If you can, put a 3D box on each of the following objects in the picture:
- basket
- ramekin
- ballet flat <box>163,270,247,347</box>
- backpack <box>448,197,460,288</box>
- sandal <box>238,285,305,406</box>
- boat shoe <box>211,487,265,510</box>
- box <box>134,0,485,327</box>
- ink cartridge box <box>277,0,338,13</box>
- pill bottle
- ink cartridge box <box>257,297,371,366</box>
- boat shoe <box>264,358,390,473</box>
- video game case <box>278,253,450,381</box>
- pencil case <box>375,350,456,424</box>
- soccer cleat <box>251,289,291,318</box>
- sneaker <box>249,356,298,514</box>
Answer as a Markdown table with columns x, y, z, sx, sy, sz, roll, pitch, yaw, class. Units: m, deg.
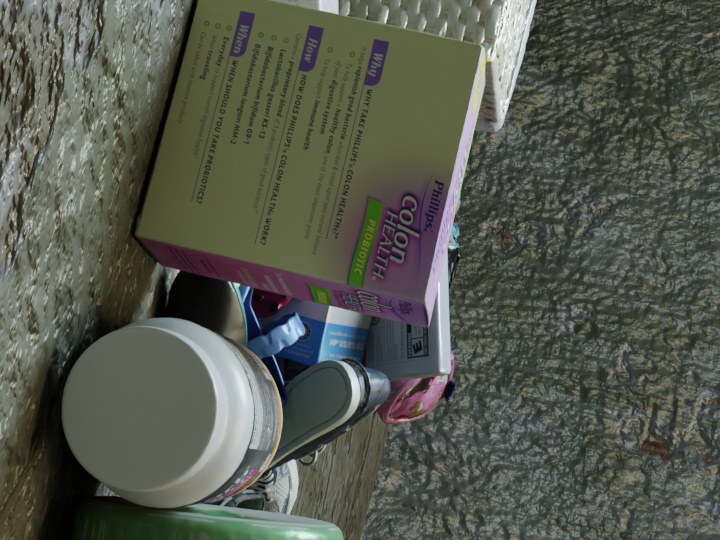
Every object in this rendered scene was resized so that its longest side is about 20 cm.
| x | y | z | sx | sy | sz | roll | pitch | yaw | class |
| --- | --- | --- | --- | --- | --- | --- | --- | --- | --- |
| 0.060 | -0.261 | 1.537 | 0.161 | 0.196 | 0.203 | 64 | 40 | -73 | basket |
| -0.102 | 0.205 | 1.057 | 0.200 | 0.197 | 0.099 | 50 | 46 | -81 | ramekin |
| -0.122 | 0.085 | 1.201 | 0.069 | 0.067 | 0.202 | -58 | 161 | -45 | ballet flat |
| 0.023 | -0.040 | 1.712 | 0.200 | 0.174 | 0.155 | -22 | 128 | -87 | backpack |
| -0.099 | 0.099 | 1.323 | 0.080 | 0.086 | 0.203 | -63 | 166 | -71 | sandal |
| -0.125 | 0.220 | 1.388 | 0.200 | 0.070 | 0.073 | -58 | 159 | -71 | boat shoe |
| -0.030 | -0.075 | 1.097 | 0.097 | 0.197 | 0.178 | 69 | 34 | -77 | box |
| -0.043 | -0.156 | 1.290 | 0.161 | 0.049 | 0.203 | 65 | 25 | -80 | ink cartridge box |
| -0.117 | 0.091 | 1.025 | 0.200 | 0.115 | 0.118 | 47 | 56 | -81 | pill bottle |
| -0.039 | -0.024 | 1.409 | 0.067 | 0.114 | 0.203 | 11 | 92 | -52 | ink cartridge box |
| -0.059 | 0.126 | 1.370 | 0.061 | 0.199 | 0.076 | 6 | 58 | -47 | boat shoe |
| 0.000 | 0.000 | 1.433 | 0.023 | 0.181 | 0.203 | 12 | 73 | -51 | video game case |
| 0.007 | 0.046 | 1.482 | 0.086 | 0.200 | 0.083 | -21 | 143 | -25 | pencil case |
| -0.071 | -0.053 | 1.336 | 0.087 | 0.069 | 0.202 | -69 | 169 | -49 | soccer cleat |
| -0.104 | 0.169 | 1.501 | 0.085 | 0.076 | 0.203 | -61 | 153 | -62 | sneaker |
